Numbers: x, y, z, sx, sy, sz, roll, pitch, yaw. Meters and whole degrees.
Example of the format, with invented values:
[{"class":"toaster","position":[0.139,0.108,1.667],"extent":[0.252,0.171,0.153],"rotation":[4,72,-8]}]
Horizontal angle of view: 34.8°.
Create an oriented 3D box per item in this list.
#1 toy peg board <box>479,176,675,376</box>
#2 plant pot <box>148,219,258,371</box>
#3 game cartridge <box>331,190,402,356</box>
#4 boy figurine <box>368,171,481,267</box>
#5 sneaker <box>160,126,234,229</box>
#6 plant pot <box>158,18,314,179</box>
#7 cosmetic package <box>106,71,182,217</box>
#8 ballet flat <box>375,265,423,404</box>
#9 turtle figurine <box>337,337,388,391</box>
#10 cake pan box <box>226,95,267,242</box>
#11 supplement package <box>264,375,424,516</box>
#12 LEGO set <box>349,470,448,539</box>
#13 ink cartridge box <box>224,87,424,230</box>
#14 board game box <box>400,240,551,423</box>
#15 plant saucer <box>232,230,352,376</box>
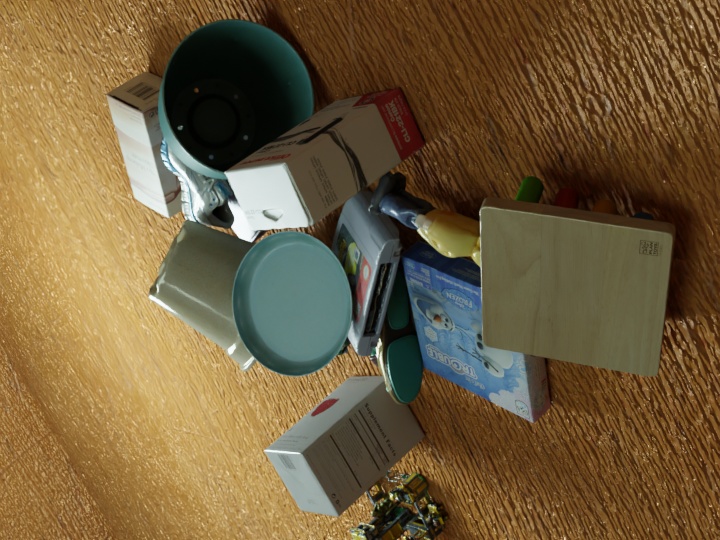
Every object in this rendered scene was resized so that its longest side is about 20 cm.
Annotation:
[{"class":"toy peg board","position":[0.239,-0.005,1.255],"extent":[0.197,0.098,0.201],"rotation":[9,132,18]},{"class":"plant pot","position":[-0.211,0.021,1.731],"extent":[0.182,0.202,0.200],"rotation":[27,152,-12]},{"class":"game cartridge","position":[0.000,0.000,1.567],"extent":[0.133,0.041,0.201],"rotation":[-119,33,-47]},{"class":"boy figurine","position":[0.106,-0.054,1.379],"extent":[0.199,0.124,0.065],"rotation":[26,102,25]},{"class":"sneaker","position":[-0.228,-0.140,1.695],"extent":[0.086,0.075,0.201],"rotation":[23,147,32]},{"class":"plant pot","position":[-0.178,-0.213,1.527],"extent":[0.201,0.200,0.161],"rotation":[57,162,-7]},{"class":"cosmetic package","position":[-0.323,-0.200,1.832],"extent":[0.103,0.087,0.201],"rotation":[26,140,36]},{"class":"ballet flat","position":[0.046,0.087,1.617],"extent":[0.063,0.068,0.202],"rotation":[8,106,61]},{"class":"turtle figurine","position":[-0.013,0.095,1.688],"extent":[0.200,0.101,0.150],"rotation":[39,-178,-1]},{"class":"cake pan box","position":[-0.184,-0.148,1.731],"extent":[0.185,0.052,0.200],"rotation":[53,150,4]},{"class":"supplement package","position":[-0.024,0.267,1.783],"extent":[0.121,0.200,0.120],"rotation":[-10,114,56]},{"class":"LEGO set","position":[0.039,0.415,1.927],"extent":[0.199,0.116,0.155],"rotation":[10,129,49]},{"class":"ink cartridge box","position":[-0.045,-0.135,1.403],"extent":[0.144,0.200,0.084],"rotation":[-1,121,54]},{"class":"board game box","position":[0.151,0.079,1.506],"extent":[0.199,0.043,0.200],"rotation":[24,140,41]},{"class":"plant saucer","position":[-0.091,0.046,1.599],"extent":[0.199,0.027,0.202],"rotation":[1,93,30]}]
